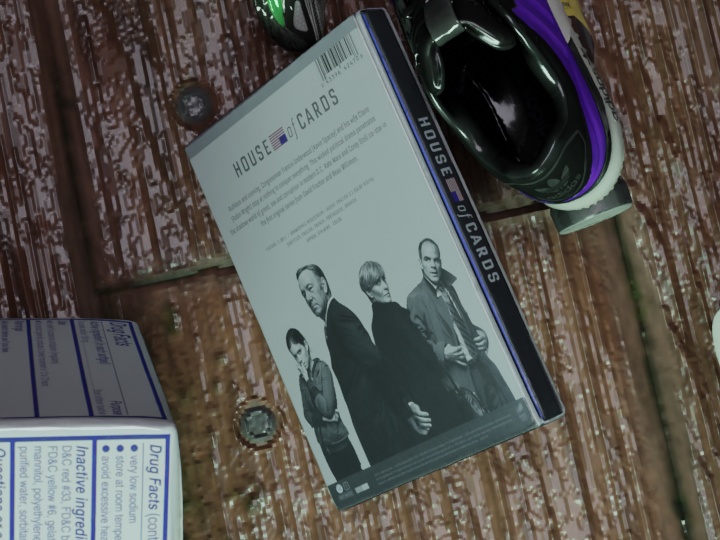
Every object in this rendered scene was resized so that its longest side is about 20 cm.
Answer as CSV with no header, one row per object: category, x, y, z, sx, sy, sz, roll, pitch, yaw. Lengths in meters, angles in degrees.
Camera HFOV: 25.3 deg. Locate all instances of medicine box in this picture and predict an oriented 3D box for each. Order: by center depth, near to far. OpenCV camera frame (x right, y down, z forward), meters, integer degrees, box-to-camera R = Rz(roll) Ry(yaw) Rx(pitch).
medicine box,-0.184,0.090,0.689,0.197,0.182,0.104,1,101,-13

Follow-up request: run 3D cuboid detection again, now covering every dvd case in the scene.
dvd case,0.000,0.000,0.759,0.025,0.150,0.202,-17,81,-44

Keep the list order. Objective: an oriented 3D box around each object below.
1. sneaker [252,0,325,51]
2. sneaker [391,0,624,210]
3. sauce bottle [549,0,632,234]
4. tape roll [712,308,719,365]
sneaker,-0.014,-0.208,0.808,0.084,0.078,0.203,10,82,0
sneaker,0.049,-0.119,0.730,0.069,0.099,0.201,-36,78,23
sauce bottle,0.082,-0.118,0.807,0.065,0.066,0.202,-19,86,-3
tape roll,0.232,0.090,0.715,0.037,0.203,0.204,-34,85,-5
